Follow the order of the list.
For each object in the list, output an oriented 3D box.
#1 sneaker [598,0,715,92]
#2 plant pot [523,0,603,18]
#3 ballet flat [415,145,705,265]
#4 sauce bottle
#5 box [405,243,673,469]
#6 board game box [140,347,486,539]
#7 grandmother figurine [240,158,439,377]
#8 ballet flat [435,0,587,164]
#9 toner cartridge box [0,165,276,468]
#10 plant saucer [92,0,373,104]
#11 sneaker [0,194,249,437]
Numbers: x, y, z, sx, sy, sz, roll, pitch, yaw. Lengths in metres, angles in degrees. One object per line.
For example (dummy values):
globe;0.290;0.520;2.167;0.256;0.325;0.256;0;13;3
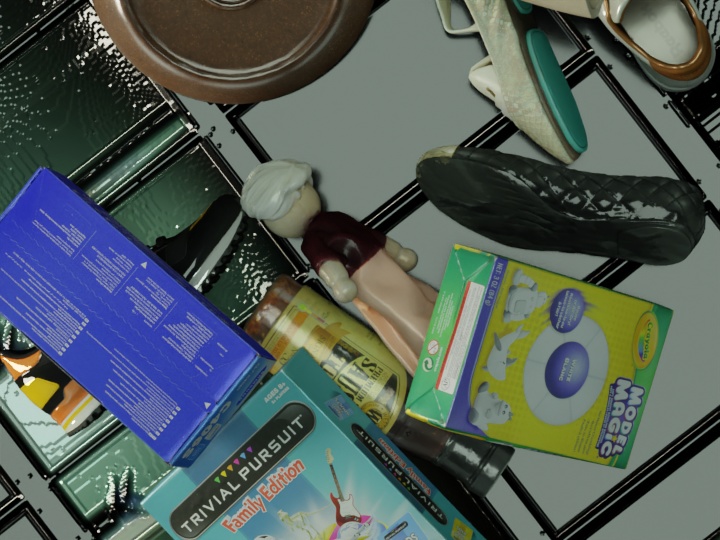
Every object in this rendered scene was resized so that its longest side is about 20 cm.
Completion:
sneaker;0.170;-0.210;1.668;0.073;0.085;0.200;-41;85;3
plant pot;0.075;-0.303;1.599;0.177;0.200;0.200;6;57;24
ballet flat;0.135;-0.048;1.694;0.200;0.057;0.067;14;133;4
sauce bottle;0.013;0.080;1.685;0.200;0.066;0.066;33;91;3
box;0.128;0.062;1.636;0.200;0.048;0.118;15;92;-42
board game box;-0.025;0.176;1.665;0.200;0.047;0.151;46;115;-1
grandmother figurine;0.000;0.000;1.661;0.200;0.121;0.061;42;102;8
ballet flat;0.094;-0.158;1.689;0.062;0.067;0.200;-23;83;22
toner cartridge box;-0.161;0.030;1.637;0.200;0.043;0.095;41;95;15
plant saucer;-0.087;-0.205;1.674;0.200;0.034;0.201;0;108;1
sneaker;-0.162;0.013;1.689;0.090;0.070;0.200;40;93;0
